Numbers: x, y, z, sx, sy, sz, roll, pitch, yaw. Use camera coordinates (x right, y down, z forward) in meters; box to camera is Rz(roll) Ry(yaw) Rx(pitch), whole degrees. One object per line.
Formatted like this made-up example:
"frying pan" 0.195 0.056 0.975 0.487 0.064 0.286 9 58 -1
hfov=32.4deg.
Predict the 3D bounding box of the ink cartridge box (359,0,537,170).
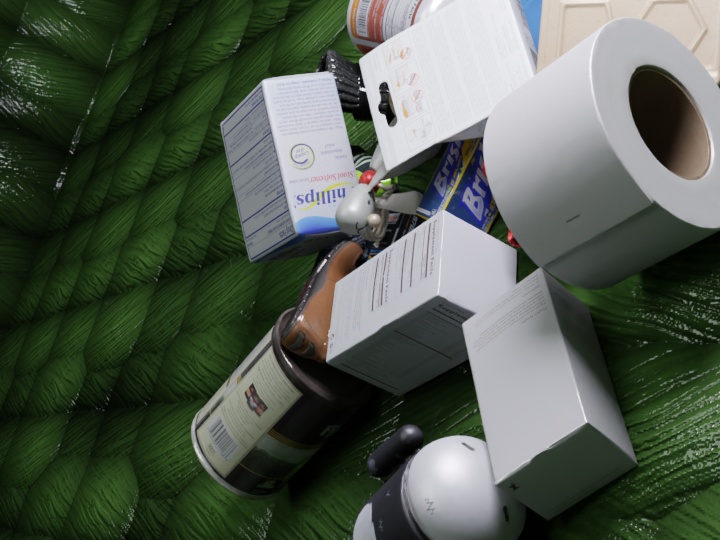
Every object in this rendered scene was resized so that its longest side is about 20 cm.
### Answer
"ink cartridge box" 0.104 -0.214 1.395 0.199 0.047 0.162 -27 60 25

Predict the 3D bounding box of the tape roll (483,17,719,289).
"tape roll" 0.226 -0.101 1.100 0.139 0.201 0.205 -32 40 47

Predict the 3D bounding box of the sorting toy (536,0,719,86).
"sorting toy" 0.271 -0.268 1.230 0.183 0.036 0.203 3 79 24

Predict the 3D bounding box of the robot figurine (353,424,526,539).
"robot figurine" 0.072 0.238 1.160 0.200 0.149 0.126 -52 14 43

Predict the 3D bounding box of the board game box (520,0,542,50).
"board game box" 0.223 -0.322 1.481 0.158 0.039 0.202 -40 45 43

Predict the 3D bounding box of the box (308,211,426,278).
"box" 0.000 0.000 1.598 0.199 0.046 0.161 1 68 62

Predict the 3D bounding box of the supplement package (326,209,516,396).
"supplement package" 0.067 0.040 1.365 0.199 0.113 0.111 -33 40 44

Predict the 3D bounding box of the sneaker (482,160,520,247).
"sneaker" 0.174 -0.069 1.311 0.086 0.076 0.200 -65 27 12

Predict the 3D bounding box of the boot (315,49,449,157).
"boot" 0.029 -0.216 1.602 0.080 0.156 0.211 -70 23 14

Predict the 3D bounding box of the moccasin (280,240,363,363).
"moccasin" -0.030 0.035 1.480 0.074 0.077 0.202 -50 10 31

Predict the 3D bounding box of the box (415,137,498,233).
"box" 0.145 -0.136 1.426 0.202 0.070 0.064 -63 26 1

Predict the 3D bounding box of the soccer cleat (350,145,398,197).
"soccer cleat" 0.010 -0.126 1.679 0.200 0.080 0.068 -92 -6 -71

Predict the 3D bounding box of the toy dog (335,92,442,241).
"toy dog" 0.057 -0.121 1.459 0.096 0.132 0.202 18 85 30

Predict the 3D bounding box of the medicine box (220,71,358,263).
"medicine box" -0.090 -0.128 1.596 0.182 0.102 0.203 -24 78 64

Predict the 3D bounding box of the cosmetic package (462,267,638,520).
"cosmetic package" 0.168 0.110 1.135 0.107 0.085 0.201 -36 37 25

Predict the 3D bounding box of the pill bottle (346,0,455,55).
"pill bottle" 0.083 -0.304 1.537 0.199 0.112 0.113 24 88 46

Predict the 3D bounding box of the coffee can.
"coffee can" -0.096 0.164 1.517 0.200 0.145 0.147 -47 31 30
